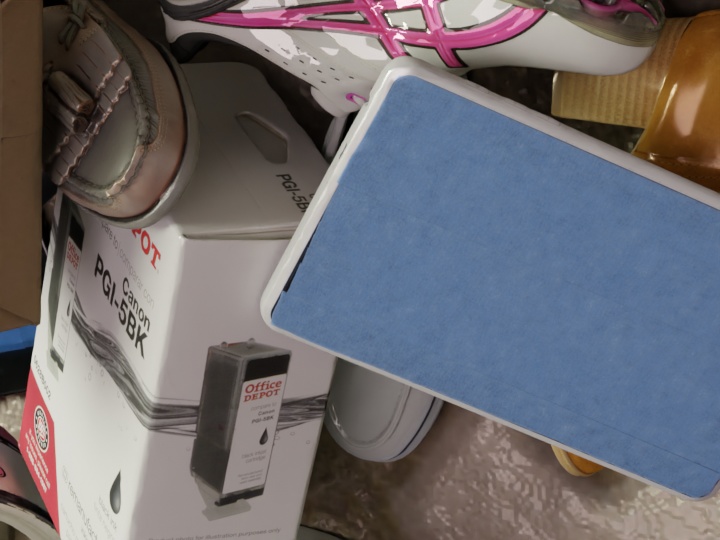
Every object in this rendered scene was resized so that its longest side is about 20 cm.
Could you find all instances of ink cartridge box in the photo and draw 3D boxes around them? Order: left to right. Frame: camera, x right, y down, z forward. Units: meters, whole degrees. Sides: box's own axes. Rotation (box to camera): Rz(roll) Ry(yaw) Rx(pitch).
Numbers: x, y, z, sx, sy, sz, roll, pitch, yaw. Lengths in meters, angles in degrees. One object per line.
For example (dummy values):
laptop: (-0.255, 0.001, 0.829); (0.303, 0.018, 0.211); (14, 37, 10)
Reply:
ink cartridge box: (-0.077, 0.031, 0.984); (0.147, 0.083, 0.201); (-127, 41, -50)

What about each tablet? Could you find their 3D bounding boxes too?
tablet: (0.075, 0.007, 0.880); (0.199, 0.014, 0.130); (23, 122, -11)

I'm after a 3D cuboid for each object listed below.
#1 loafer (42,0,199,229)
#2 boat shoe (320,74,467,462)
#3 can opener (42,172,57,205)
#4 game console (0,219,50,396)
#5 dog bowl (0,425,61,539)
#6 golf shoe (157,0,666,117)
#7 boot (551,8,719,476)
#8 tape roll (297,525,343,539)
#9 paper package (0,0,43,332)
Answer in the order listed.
loafer: (-0.126, -0.086, 0.927); (0.063, 0.200, 0.072); (27, 109, -38)
boat shoe: (0.000, 0.000, 0.983); (0.073, 0.067, 0.201); (13, 118, 21)
can opener: (-0.178, -0.030, 1.043); (0.200, 0.063, 0.079); (-44, 47, 15)
game console: (-0.250, -0.009, 1.079); (0.119, 0.172, 0.201); (4, 117, 54)
dog bowl: (-0.232, 0.139, 1.105); (0.199, 0.074, 0.201); (-11, 140, -10)
golf shoe: (0.017, -0.101, 0.894); (0.199, 0.073, 0.092); (15, 121, 13)
boot: (0.146, -0.002, 0.908); (0.144, 0.071, 0.202); (9, 112, 23)
tape roll: (-0.067, 0.189, 1.024); (0.202, 0.202, 0.071); (13, 119, 21)
paper package: (-0.204, -0.090, 0.915); (0.200, 0.103, 0.191); (-125, 31, -43)
